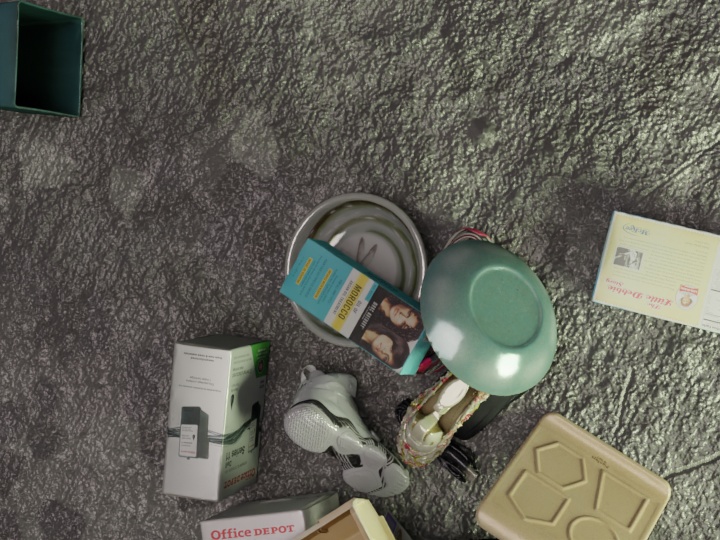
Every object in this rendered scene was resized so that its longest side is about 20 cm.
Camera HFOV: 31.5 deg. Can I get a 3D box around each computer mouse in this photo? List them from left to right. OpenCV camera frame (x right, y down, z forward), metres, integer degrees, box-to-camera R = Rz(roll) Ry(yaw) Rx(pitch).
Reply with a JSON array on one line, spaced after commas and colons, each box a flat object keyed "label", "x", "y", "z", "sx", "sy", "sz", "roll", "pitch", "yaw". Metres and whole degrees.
[{"label": "computer mouse", "x": 0.145, "y": 0.162, "z": 1.621, "sx": 0.138, "sy": 0.053, "sz": 0.200, "roll": 44, "pitch": 103, "yaw": 13}]

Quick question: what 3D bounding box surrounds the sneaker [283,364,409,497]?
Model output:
[{"label": "sneaker", "x": -0.011, "y": 0.204, "z": 1.657, "sx": 0.200, "sy": 0.115, "sz": 0.075, "roll": 38, "pitch": 123, "yaw": -23}]

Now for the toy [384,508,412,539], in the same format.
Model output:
[{"label": "toy", "x": 0.033, "y": 0.389, "z": 1.591, "sx": 0.047, "sy": 0.200, "sz": 0.115, "roll": 15, "pitch": 101, "yaw": -19}]

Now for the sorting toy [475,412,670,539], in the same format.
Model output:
[{"label": "sorting toy", "x": 0.257, "y": 0.284, "z": 1.540, "sx": 0.185, "sy": 0.200, "sz": 0.037, "roll": 32, "pitch": 138, "yaw": 14}]

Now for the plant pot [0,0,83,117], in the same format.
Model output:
[{"label": "plant pot", "x": -0.512, "y": -0.290, "z": 1.778, "sx": 0.200, "sy": 0.141, "sz": 0.142, "roll": 3, "pitch": 92, "yaw": 25}]

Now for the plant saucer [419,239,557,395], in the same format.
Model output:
[{"label": "plant saucer", "x": 0.167, "y": 0.050, "z": 1.547, "sx": 0.039, "sy": 0.201, "sz": 0.201, "roll": -37, "pitch": 78, "yaw": 55}]

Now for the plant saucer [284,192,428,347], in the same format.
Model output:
[{"label": "plant saucer", "x": 0.000, "y": 0.000, "z": 1.659, "sx": 0.200, "sy": 0.050, "sz": 0.200, "roll": -1, "pitch": 87, "yaw": 24}]

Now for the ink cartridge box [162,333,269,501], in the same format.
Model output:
[{"label": "ink cartridge box", "x": -0.188, "y": 0.191, "z": 1.678, "sx": 0.083, "sy": 0.147, "sz": 0.200, "roll": 7, "pitch": 94, "yaw": 16}]

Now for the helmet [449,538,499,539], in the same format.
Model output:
[{"label": "helmet", "x": 0.165, "y": 0.430, "z": 1.547, "sx": 0.200, "sy": 0.200, "sz": 0.191, "roll": 14, "pitch": 95, "yaw": 17}]

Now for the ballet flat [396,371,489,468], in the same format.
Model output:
[{"label": "ballet flat", "x": 0.098, "y": 0.173, "z": 1.587, "sx": 0.076, "sy": 0.064, "sz": 0.200, "roll": 41, "pitch": 115, "yaw": 15}]

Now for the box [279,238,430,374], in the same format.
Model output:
[{"label": "box", "x": 0.000, "y": 0.044, "z": 1.600, "sx": 0.200, "sy": 0.049, "sz": 0.082, "roll": 33, "pitch": 100, "yaw": 23}]

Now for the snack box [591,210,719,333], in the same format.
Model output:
[{"label": "snack box", "x": 0.392, "y": 0.006, "z": 1.549, "sx": 0.200, "sy": 0.037, "sz": 0.116, "roll": 15, "pitch": 95, "yaw": 17}]

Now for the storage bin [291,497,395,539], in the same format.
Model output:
[{"label": "storage bin", "x": -0.036, "y": 0.398, "z": 1.495, "sx": 0.200, "sy": 0.094, "sz": 0.199, "roll": -34, "pitch": 68, "yaw": 12}]

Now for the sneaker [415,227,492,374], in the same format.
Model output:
[{"label": "sneaker", "x": 0.114, "y": 0.043, "z": 1.617, "sx": 0.081, "sy": 0.075, "sz": 0.200, "roll": 22, "pitch": 97, "yaw": 16}]

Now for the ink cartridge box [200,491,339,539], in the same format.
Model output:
[{"label": "ink cartridge box", "x": -0.103, "y": 0.402, "z": 1.653, "sx": 0.146, "sy": 0.146, "sz": 0.200, "roll": -10, "pitch": 87, "yaw": 16}]
